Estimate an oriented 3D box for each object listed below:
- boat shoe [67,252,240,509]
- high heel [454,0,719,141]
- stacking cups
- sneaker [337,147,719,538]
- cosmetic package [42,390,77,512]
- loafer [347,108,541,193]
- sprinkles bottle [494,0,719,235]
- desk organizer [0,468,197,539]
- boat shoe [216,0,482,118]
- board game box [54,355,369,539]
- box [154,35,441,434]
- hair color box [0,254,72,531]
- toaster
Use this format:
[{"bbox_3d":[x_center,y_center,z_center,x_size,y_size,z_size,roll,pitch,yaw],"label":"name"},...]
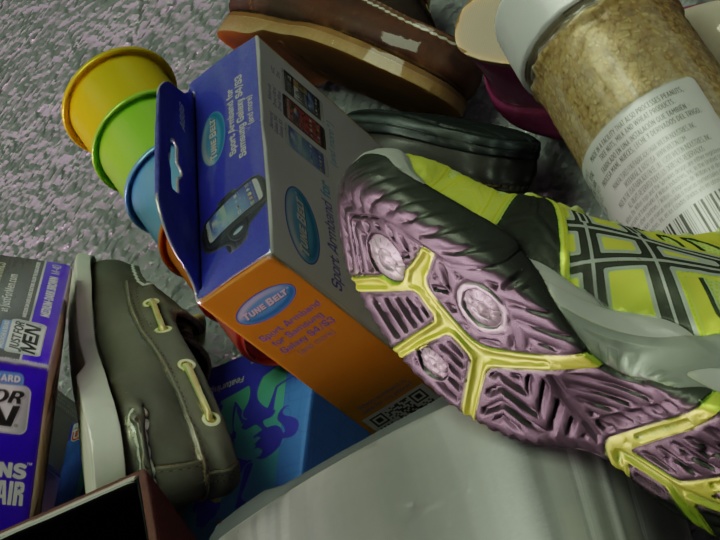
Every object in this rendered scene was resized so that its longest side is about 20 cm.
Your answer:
[{"bbox_3d":[-0.092,0.046,0.880,0.060,0.072,0.202,-5,23,-9],"label":"boat shoe"},{"bbox_3d":[0.138,-0.066,0.844,0.199,0.096,0.068,10,79,28],"label":"high heel"},{"bbox_3d":[-0.071,-0.028,0.930,0.061,0.060,0.200,-45,46,5],"label":"stacking cups"},{"bbox_3d":[0.082,0.017,0.664,0.200,0.076,0.076,32,53,16],"label":"sneaker"},{"bbox_3d":[-0.227,0.123,0.984,0.200,0.107,0.090,-40,32,9],"label":"cosmetic package"},{"bbox_3d":[0.006,-0.033,0.928,0.200,0.073,0.073,0,85,54],"label":"loafer"},{"bbox_3d":[0.120,-0.030,0.743,0.068,0.068,0.200,-36,60,16],"label":"sprinkles bottle"},{"bbox_3d":[-0.147,0.157,0.780,0.199,0.077,0.072,-24,41,7],"label":"desk organizer"},{"bbox_3d":[-0.002,-0.124,1.003,0.200,0.070,0.070,26,82,53],"label":"boat shoe"},{"bbox_3d":[-0.071,0.135,0.867,0.152,0.045,0.201,-23,44,31],"label":"board game box"},{"bbox_3d":[0.000,0.000,0.783,0.041,0.200,0.119,-31,41,22],"label":"box"},{"bbox_3d":[-0.165,0.104,0.868,0.109,0.065,0.201,-98,16,-68],"label":"hair color box"},{"bbox_3d":[0.044,0.122,0.707,0.200,0.114,0.129,-29,44,15],"label":"toaster"}]
